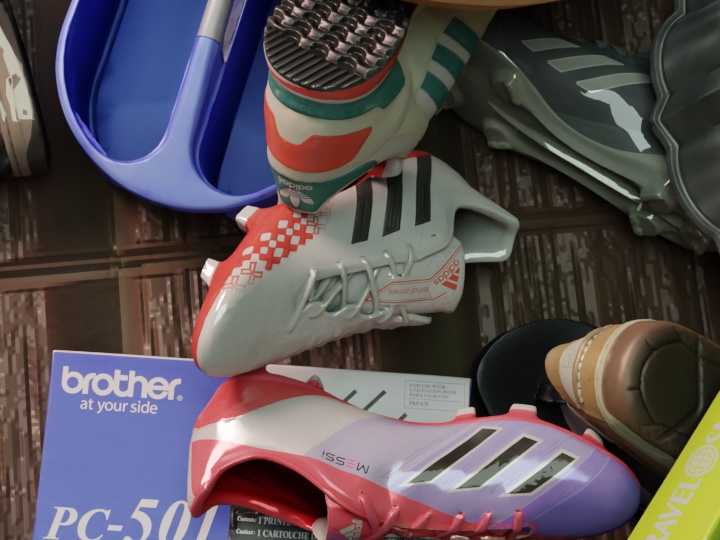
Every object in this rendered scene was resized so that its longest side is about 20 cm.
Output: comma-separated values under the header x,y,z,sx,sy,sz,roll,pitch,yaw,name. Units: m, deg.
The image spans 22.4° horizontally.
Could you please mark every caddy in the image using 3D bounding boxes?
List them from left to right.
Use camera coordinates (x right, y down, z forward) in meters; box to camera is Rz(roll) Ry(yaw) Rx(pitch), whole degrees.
x,y,z,sx,sy,sz,roll,pitch,yaw,name
-0.065,-0.119,0.878,0.140,0.105,0.202,16,75,0,caddy

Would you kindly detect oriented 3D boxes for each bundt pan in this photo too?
x,y,z,sx,sy,sz,roll,pitch,yaw,name
0.240,-0.081,0.868,0.200,0.076,0.204,8,70,-21,bundt pan

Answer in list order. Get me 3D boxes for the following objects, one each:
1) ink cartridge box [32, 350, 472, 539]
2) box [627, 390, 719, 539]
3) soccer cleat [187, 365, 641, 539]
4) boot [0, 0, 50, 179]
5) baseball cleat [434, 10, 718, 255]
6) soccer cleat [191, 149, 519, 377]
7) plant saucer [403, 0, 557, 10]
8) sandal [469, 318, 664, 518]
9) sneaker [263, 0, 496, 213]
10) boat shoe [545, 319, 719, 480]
x,y,z,sx,sy,sz,roll,pitch,yaw,name
-0.049,0.094,0.857,0.198,0.044,0.095,4,74,-2,ink cartridge box
0.181,0.108,0.760,0.122,0.047,0.201,49,66,-28,box
0.022,0.095,0.796,0.198,0.067,0.077,13,47,5,soccer cleat
-0.247,-0.120,0.890,0.149,0.073,0.202,-20,83,-8,boot
0.117,-0.091,0.911,0.199,0.070,0.107,37,63,2,baseball cleat
0.000,0.000,0.828,0.085,0.069,0.200,28,34,22,soccer cleat
0.034,-0.173,0.825,0.198,0.033,0.201,7,39,-5,plant saucer
0.144,0.089,0.869,0.199,0.043,0.076,35,77,6,sandal
0.012,-0.099,0.830,0.070,0.094,0.200,23,40,16,sneaker
0.164,0.078,0.824,0.200,0.076,0.072,37,70,-28,boat shoe
